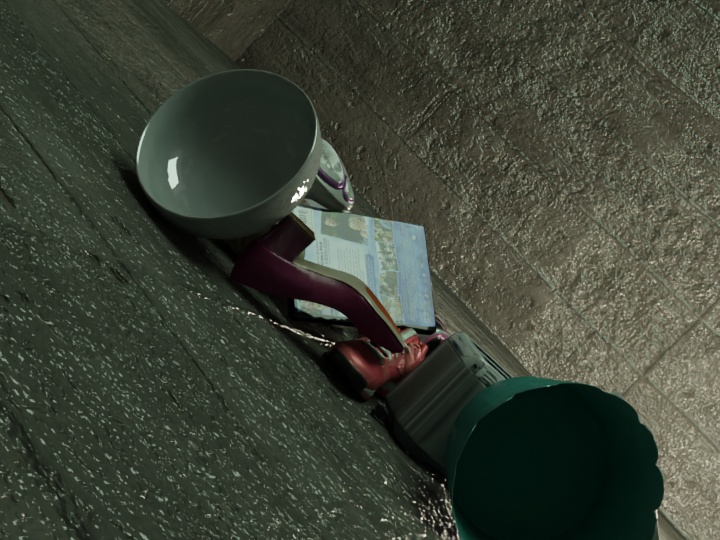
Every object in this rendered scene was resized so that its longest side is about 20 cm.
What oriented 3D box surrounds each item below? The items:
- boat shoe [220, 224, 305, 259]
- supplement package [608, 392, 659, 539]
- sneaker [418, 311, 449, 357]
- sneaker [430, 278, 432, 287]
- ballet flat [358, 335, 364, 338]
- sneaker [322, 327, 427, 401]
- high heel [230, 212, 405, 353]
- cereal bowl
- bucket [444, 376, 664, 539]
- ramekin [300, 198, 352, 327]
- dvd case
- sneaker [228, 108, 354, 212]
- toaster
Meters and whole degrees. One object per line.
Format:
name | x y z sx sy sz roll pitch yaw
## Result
boat shoe | -0.143 -0.059 1.103 0.200 0.072 0.065 42 9 32
supplement package | 0.277 0.236 1.139 0.200 0.115 0.119 -58 141 -78
sneaker | 0.094 0.092 1.337 0.200 0.079 0.087 81 -14 -70
sneaker | 0.056 0.033 1.424 0.201 0.066 0.091 97 -31 -61
ballet flat | 0.007 0.053 1.357 0.069 0.070 0.200 41 8 -25
sneaker | 0.023 0.094 1.090 0.074 0.087 0.200 46 7 19
high heel | -0.044 0.036 1.027 0.200 0.096 0.067 46 7 -6
cereal bowl | -0.134 -0.113 1.017 0.200 0.199 0.084 48 -15 30
bucket | 0.177 0.200 0.927 0.207 0.207 0.135 44 -1 -2
ramekin | -0.053 -0.029 1.241 0.202 0.094 0.203 42 15 -13
dvd case | 0.000 0.000 1.143 0.198 0.018 0.145 8 65 -30
sneaker | -0.096 -0.130 1.153 0.199 0.099 0.075 36 40 -20
toaster | 0.117 0.161 1.071 0.200 0.129 0.114 41 7 -22
